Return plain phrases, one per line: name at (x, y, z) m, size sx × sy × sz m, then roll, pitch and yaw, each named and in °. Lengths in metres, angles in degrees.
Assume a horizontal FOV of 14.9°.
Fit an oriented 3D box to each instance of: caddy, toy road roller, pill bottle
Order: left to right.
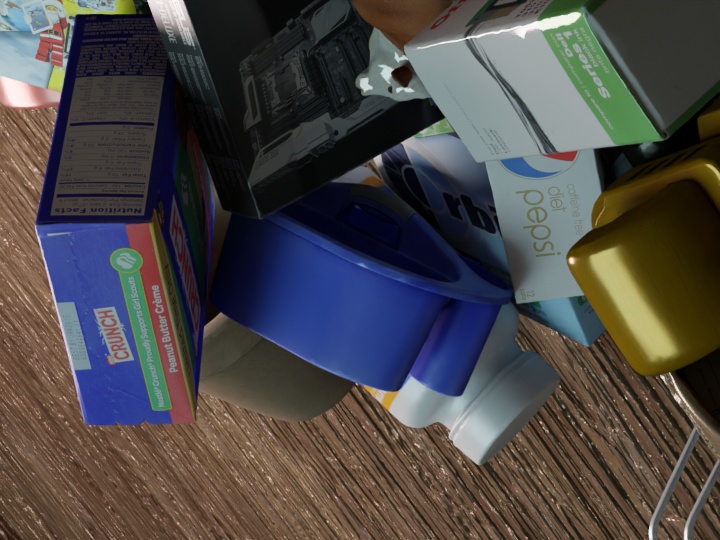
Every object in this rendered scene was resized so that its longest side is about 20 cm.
caddy at (0.000, 0.000, 1.724) m, size 0.200 × 0.105 × 0.141 m, roll 27°, pitch -169°, yaw 37°
pill bottle at (0.036, 0.034, 1.858) m, size 0.200 × 0.112 × 0.112 m, roll 44°, pitch 159°, yaw 11°
toy road roller at (0.202, -0.021, 1.453) m, size 0.200 × 0.146 × 0.123 m, roll -20°, pitch 108°, yaw 53°

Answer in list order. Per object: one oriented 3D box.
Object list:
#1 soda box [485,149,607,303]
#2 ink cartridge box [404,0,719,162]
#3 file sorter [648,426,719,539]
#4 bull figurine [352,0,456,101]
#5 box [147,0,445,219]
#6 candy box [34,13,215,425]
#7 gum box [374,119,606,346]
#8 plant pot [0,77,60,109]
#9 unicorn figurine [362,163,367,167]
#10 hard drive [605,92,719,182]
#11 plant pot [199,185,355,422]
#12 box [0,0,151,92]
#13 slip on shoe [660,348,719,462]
soda box at (0.110, -0.071, 1.662) m, size 0.200 × 0.068 × 0.064 m, roll 75°, pitch -169°, yaw -45°
ink cartridge box at (0.133, -0.134, 1.434) m, size 0.084 × 0.146 × 0.200 m, roll 54°, pitch 158°, yaw -15°
file sorter at (0.284, 0.146, 1.625) m, size 0.139 × 0.125 × 0.200 m, roll 34°, pitch 165°, yaw -21°
bull figurine at (0.019, -0.181, 1.562) m, size 0.121 × 0.065 × 0.200 m, roll 43°, pitch 149°, yaw 12°
box at (-0.042, -0.155, 1.671) m, size 0.050 × 0.157 × 0.200 m, roll 15°, pitch 128°, yaw 55°
candy box at (-0.140, -0.033, 1.691) m, size 0.077 × 0.200 × 0.169 m, roll -2°, pitch 133°, yaw 6°
gum box at (0.078, -0.058, 1.827) m, size 0.170 × 0.045 × 0.200 m, roll 26°, pitch 151°, yaw 45°
plant pot at (-0.192, -0.232, 1.870) m, size 0.200 × 0.200 × 0.178 m, roll 11°, pitch 129°, yaw 58°
unicorn figurine at (-0.072, -0.105, 1.982) m, size 0.200 × 0.137 × 0.074 m, roll -127°, pitch 46°, yaw -65°
hard drive at (0.239, -0.014, 1.604) m, size 0.200 × 0.033 × 0.140 m, roll 46°, pitch 160°, yaw 4°
plant pot at (-0.083, 0.027, 2.148) m, size 0.175 × 0.201 × 0.200 m, roll 38°, pitch 168°, yaw -37°
box at (-0.222, -0.195, 1.777) m, size 0.199 × 0.038 × 0.137 m, roll 16°, pitch 112°, yaw 12°
slip on shoe at (0.194, 0.037, 1.565) m, size 0.200 × 0.076 × 0.061 m, roll 65°, pitch -169°, yaw 26°
